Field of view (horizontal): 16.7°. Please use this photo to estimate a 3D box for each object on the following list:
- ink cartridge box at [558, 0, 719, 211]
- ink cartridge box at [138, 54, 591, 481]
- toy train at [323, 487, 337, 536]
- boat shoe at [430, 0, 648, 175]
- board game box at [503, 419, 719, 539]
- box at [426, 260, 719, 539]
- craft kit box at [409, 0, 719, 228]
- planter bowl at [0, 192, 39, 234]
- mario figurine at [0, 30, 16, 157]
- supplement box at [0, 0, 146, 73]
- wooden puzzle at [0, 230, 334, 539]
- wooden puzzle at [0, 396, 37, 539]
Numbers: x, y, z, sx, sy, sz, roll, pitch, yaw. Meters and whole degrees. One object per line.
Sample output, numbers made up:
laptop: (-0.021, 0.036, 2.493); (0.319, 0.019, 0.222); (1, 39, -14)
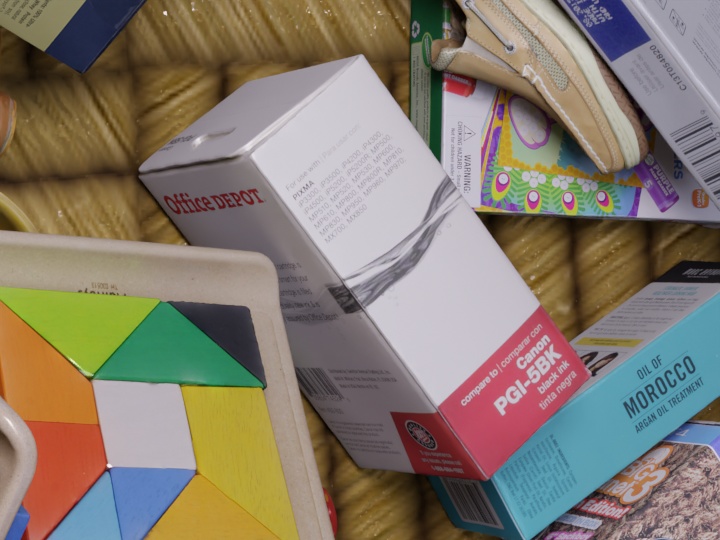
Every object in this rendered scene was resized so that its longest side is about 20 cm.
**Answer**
ink cartridge box: (0.175, -0.150, 1.285); (0.200, 0.041, 0.200); (50, 37, -15)
ink cartridge box: (0.000, 0.000, 1.211); (0.083, 0.147, 0.200); (-42, 106, -21)
toy train: (-0.057, 0.093, 1.226); (0.200, 0.084, 0.116); (47, 32, -57)
boat shoe: (0.068, -0.124, 1.251); (0.076, 0.072, 0.200); (-36, 99, -3)
board game box: (0.146, 0.202, 1.303); (0.200, 0.097, 0.160); (-40, 105, -20)
box: (0.132, 0.066, 1.307); (0.200, 0.082, 0.049); (-34, 104, -21)
craft kit box: (0.122, -0.125, 1.328); (0.197, 0.048, 0.201); (1, 89, -28)
planter bowl: (-0.243, 0.026, 1.116); (0.200, 0.083, 0.201); (-18, 126, -27)
mario figurine: (-0.253, -0.100, 1.113); (0.199, 0.123, 0.106); (5, 103, -29)
supplement box: (-0.144, -0.234, 1.056); (0.199, 0.134, 0.200); (32, 52, -15)
wooden puzzle: (-0.097, 0.076, 1.071); (0.184, 0.037, 0.201); (5, 61, -31)
wooden puzzle: (-0.200, 0.106, 1.011); (0.046, 0.185, 0.201); (8, 111, -40)
